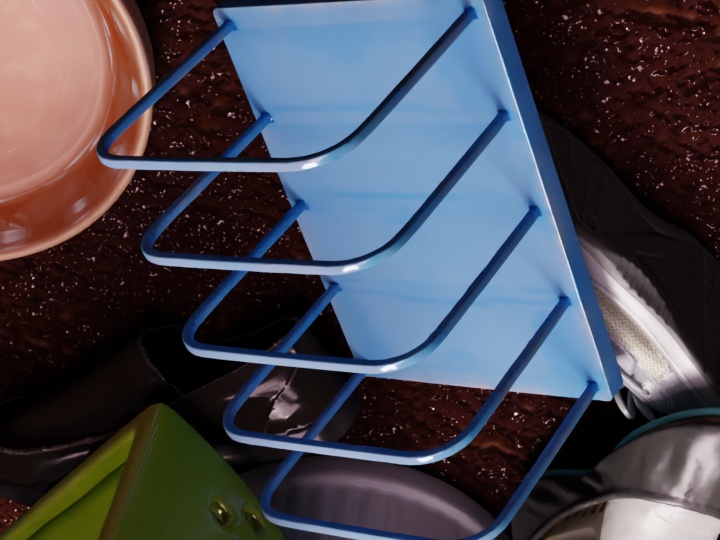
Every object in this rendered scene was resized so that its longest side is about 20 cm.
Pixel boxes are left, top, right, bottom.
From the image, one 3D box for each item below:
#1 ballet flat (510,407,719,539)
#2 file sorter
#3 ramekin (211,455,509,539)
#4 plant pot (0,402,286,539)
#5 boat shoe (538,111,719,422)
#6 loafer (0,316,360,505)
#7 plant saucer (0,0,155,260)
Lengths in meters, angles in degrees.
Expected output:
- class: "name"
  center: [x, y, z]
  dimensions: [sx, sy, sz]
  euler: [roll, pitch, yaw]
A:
- class: "ballet flat"
  center: [0.130, 0.119, 0.841]
  dimensions: [0.068, 0.069, 0.200]
  euler: [16, 159, -15]
- class: "file sorter"
  center: [0.000, 0.000, 0.738]
  dimensions: [0.138, 0.123, 0.201]
  euler: [3, 127, 36]
- class: "ramekin"
  center: [-0.013, 0.202, 0.955]
  dimensions: [0.201, 0.095, 0.203]
  euler: [3, 129, 3]
- class: "plant pot"
  center: [-0.104, 0.218, 0.805]
  dimensions: [0.181, 0.199, 0.200]
  euler: [41, 120, -18]
- class: "boat shoe"
  center: [0.115, 0.012, 0.813]
  dimensions: [0.202, 0.075, 0.065]
  euler: [40, 133, -21]
- class: "loafer"
  center: [-0.102, 0.059, 0.874]
  dimensions: [0.199, 0.073, 0.072]
  euler: [-12, 116, 8]
- class: "plant saucer"
  center: [-0.188, -0.091, 0.780]
  dimensions: [0.199, 0.032, 0.201]
  euler: [3, 129, 3]
